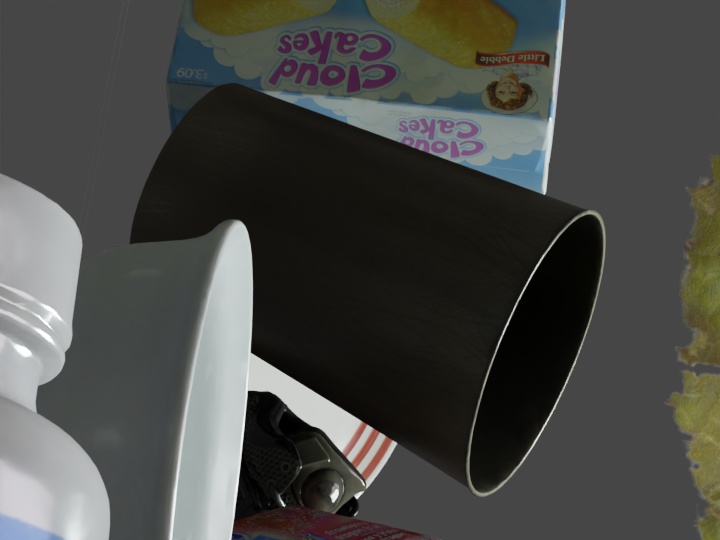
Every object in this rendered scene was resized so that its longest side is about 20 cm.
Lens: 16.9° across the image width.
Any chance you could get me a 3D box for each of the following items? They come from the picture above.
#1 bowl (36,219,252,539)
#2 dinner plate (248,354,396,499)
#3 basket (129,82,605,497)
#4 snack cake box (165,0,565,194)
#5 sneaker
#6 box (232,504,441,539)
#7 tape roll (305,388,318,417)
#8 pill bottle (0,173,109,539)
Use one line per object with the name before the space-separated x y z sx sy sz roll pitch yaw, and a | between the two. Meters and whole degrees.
bowl | -0.096 0.077 0.856 0.201 0.090 0.202 6 90 -87
dinner plate | -0.042 0.075 1.439 0.200 0.024 0.201 -22 126 -34
basket | 0.000 0.000 1.179 0.136 0.200 0.180 -55 160 -25
snack cake box | 0.005 -0.112 1.277 0.067 0.199 0.115 90 7 -53
sneaker | -0.063 0.146 1.238 0.076 0.114 0.200 47 40 -43
box | -0.052 0.178 1.117 0.200 0.095 0.100 -10 108 -58
tape roll | -0.007 0.012 1.550 0.200 0.066 0.201 -41 139 -48
pill bottle | -0.108 0.080 0.468 0.112 0.112 0.201 86 12 -72
